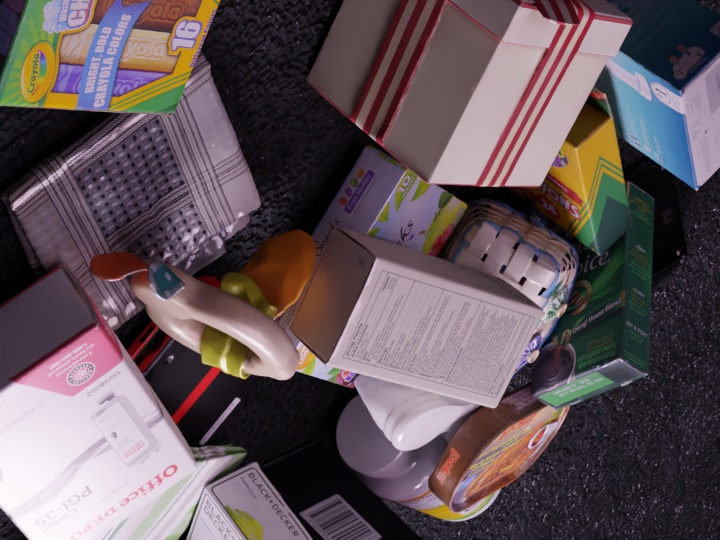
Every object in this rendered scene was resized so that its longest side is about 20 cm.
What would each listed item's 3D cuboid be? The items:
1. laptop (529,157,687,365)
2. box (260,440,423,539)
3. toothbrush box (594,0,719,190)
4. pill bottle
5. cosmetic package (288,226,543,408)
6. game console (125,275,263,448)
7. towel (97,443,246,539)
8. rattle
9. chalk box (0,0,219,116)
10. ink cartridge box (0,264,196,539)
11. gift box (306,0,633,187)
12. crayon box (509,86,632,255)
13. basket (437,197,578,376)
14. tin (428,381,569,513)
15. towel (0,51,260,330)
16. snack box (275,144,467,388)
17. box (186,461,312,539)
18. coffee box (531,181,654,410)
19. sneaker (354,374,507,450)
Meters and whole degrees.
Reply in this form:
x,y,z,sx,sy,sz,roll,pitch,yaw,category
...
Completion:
x,y,z,sx,sy,sz,roll,pitch,yaw,category
0.259,-0.012,1.941,0.176,0.103,0.202,-28,115,-31,laptop
-0.034,0.313,1.731,0.123,0.200,0.198,-22,138,-35,box
0.245,-0.188,1.584,0.085,0.200,0.147,-43,145,-12,toothbrush box
0.058,0.181,1.795,0.111,0.111,0.200,-53,146,4,pill bottle
0.050,0.042,1.530,0.199,0.073,0.104,18,103,-38,cosmetic package
-0.160,0.105,1.545,0.200,0.031,0.177,-50,153,0,game console
-0.186,0.210,1.565,0.149,0.031,0.200,-50,165,10,towel
-0.110,-0.008,1.391,0.143,0.130,0.200,-52,131,-7,rattle
-0.202,-0.183,1.127,0.199,0.125,0.125,-1,123,-51,chalk box
-0.232,0.115,1.376,0.146,0.083,0.201,-34,137,-7,ink cartridge box
0.086,-0.183,1.417,0.199,0.184,0.188,-5,128,-55,gift box
0.179,-0.116,1.642,0.051,0.127,0.201,-41,144,-14,crayon box
0.125,0.022,1.714,0.177,0.138,0.200,-59,-179,11,basket
0.136,0.167,1.734,0.199,0.042,0.112,-18,145,-54,tin
-0.169,-0.045,1.378,0.192,0.034,0.201,-39,145,-18,towel
0.000,0.000,1.587,0.201,0.053,0.142,-59,151,5,snack box
-0.111,0.285,1.658,0.060,0.117,0.201,-22,151,-35,box
0.223,0.024,1.721,0.044,0.202,0.122,29,144,-30,coffee box
0.067,0.116,1.690,0.076,0.088,0.199,-56,153,15,sneaker
